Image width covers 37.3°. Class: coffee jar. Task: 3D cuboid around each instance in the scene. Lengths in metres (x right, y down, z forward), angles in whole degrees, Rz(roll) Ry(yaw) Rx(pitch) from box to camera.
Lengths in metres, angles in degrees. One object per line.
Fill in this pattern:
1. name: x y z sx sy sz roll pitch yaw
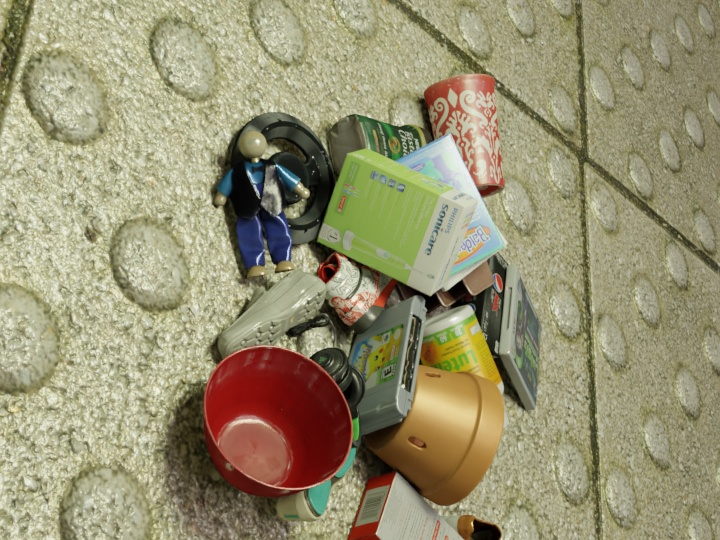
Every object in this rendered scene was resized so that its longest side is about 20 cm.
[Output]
1. coffee jar: 0.043 -0.195 1.769 0.199 0.085 0.106 0 74 -50

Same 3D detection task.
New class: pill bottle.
1. pill bottle: 0.166 0.169 1.733 0.111 0.110 0.202 -26 94 -51

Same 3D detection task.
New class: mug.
1. mug: 0.209 -0.237 1.953 0.176 0.132 0.203 3 75 -47

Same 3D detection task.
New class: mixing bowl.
1. mixing bowl: -0.120 0.209 1.357 0.198 0.109 0.202 16 48 -18

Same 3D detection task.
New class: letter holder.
1. letter holder: 0.116 -0.038 1.776 0.142 0.100 0.202 -27 95 -49

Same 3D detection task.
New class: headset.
1. headset: -0.049 0.154 1.485 0.124 0.093 0.202 57 20 -60

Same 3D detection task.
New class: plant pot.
1. plant pot: 0.098 0.227 1.580 0.139 0.200 0.202 27 53 -20

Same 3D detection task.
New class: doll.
1. doll: -0.137 -0.096 1.503 0.134 0.048 0.203 -10 89 -9

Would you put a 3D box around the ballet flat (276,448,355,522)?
1. ballet flat: -0.063 0.278 1.448 0.070 0.069 0.200 62 23 -9

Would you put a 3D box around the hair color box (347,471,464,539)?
1. hair color box: 0.076 0.403 1.563 0.200 0.063 0.112 47 42 -23

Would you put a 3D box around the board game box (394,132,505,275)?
1. board game box: 0.117 -0.092 1.681 0.151 0.045 0.202 -26 90 -10

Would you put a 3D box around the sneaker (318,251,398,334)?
1. sneaker: 0.000 0.000 1.647 0.108 0.067 0.202 45 37 -13

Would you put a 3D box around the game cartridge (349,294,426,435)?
1. game cartridge: 0.031 0.140 1.569 0.040 0.133 0.202 32 49 -26

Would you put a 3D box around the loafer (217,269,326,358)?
1. loafer: -0.130 0.060 1.479 0.069 0.071 0.199 33 42 23

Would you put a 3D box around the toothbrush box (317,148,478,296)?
1. toothbrush box: 0.055 -0.075 1.599 0.086 0.198 0.147 -26 139 -65

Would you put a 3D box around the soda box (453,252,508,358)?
1. soda box: 0.207 0.059 1.859 0.063 0.070 0.202 42 45 -35

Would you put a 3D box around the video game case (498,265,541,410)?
1. video game case: 0.289 0.122 1.914 0.201 0.023 0.184 59 34 -48

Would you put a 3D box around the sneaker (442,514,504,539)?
1. sneaker: 0.206 0.448 1.679 0.200 0.084 0.074 42 44 -32

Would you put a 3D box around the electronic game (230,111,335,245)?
1. electronic game: -0.112 -0.137 1.595 0.198 0.041 0.203 12 73 -43

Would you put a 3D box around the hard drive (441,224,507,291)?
1. hard drive: 0.128 -0.087 1.719 0.131 0.026 0.201 -36 92 -9
